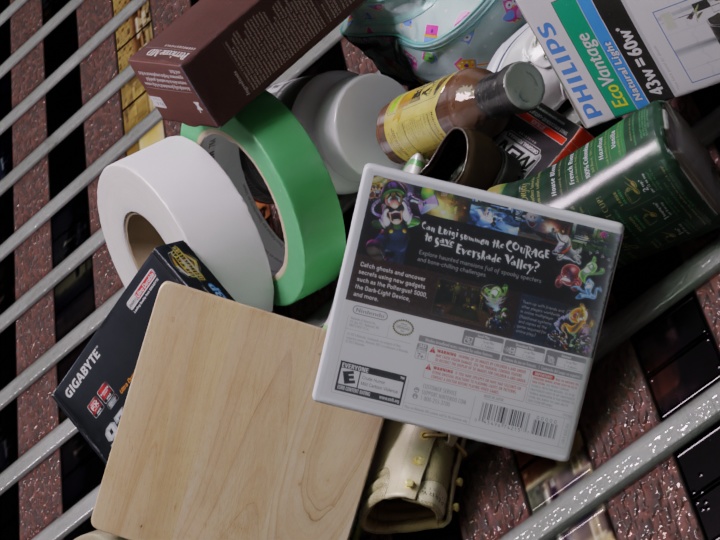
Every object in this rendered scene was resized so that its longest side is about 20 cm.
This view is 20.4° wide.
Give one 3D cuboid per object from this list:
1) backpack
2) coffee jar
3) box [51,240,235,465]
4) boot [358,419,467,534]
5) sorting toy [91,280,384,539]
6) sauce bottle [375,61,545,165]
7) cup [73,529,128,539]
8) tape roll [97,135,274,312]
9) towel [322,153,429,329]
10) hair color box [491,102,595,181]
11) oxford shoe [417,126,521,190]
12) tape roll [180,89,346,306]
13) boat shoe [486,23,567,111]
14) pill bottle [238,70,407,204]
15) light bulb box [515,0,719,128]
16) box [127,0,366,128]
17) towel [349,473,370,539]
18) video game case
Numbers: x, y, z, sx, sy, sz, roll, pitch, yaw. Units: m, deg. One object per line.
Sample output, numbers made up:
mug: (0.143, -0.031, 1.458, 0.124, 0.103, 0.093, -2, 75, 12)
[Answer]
backpack: (0.086, -0.257, 1.822, 0.199, 0.153, 0.176, 22, 72, 48)
coffee jar: (0.174, -0.042, 1.541, 0.199, 0.104, 0.086, -27, 34, 24)
box: (-0.168, 0.099, 1.762, 0.159, 0.046, 0.200, 49, 122, 16)
boot: (0.074, 0.115, 1.553, 0.199, 0.073, 0.156, -28, 39, 42)
sorting toy: (-0.087, 0.133, 1.583, 0.070, 0.197, 0.201, 28, -101, -85)
sauce bottle: (0.085, -0.134, 1.675, 0.200, 0.065, 0.065, -15, 47, 59)
cup: (-0.177, 0.283, 1.620, 0.200, 0.143, 0.202, -26, 51, 37)
tape roll: (-0.164, -0.020, 1.855, 0.071, 0.204, 0.202, -28, 24, -26)
towel: (0.000, 0.000, 1.738, 0.201, 0.023, 0.153, -62, 4, -13)
hair color box: (0.114, -0.042, 1.664, 0.200, 0.061, 0.101, -52, 34, 2)
oxford shoe: (0.045, -0.027, 1.606, 0.072, 0.084, 0.201, 15, 73, 51)
tape roll: (-0.090, -0.068, 1.807, 0.048, 0.202, 0.200, -28, 25, -25)
boat shoe: (0.171, -0.190, 1.715, 0.201, 0.073, 0.067, -57, 25, -8)
pill bottle: (-0.039, -0.125, 1.861, 0.199, 0.114, 0.114, -5, 55, 56)
light bulb box: (0.260, -0.231, 1.547, 0.199, 0.125, 0.198, -17, 22, 41)
box: (-0.096, -0.214, 1.754, 0.200, 0.075, 0.100, -45, 30, -21)
towel: (-0.072, 0.219, 1.685, 0.199, 0.023, 0.144, -15, 48, 43)
video game case: (0.080, 0.031, 1.491, 0.023, 0.198, 0.183, -52, -24, -84)
